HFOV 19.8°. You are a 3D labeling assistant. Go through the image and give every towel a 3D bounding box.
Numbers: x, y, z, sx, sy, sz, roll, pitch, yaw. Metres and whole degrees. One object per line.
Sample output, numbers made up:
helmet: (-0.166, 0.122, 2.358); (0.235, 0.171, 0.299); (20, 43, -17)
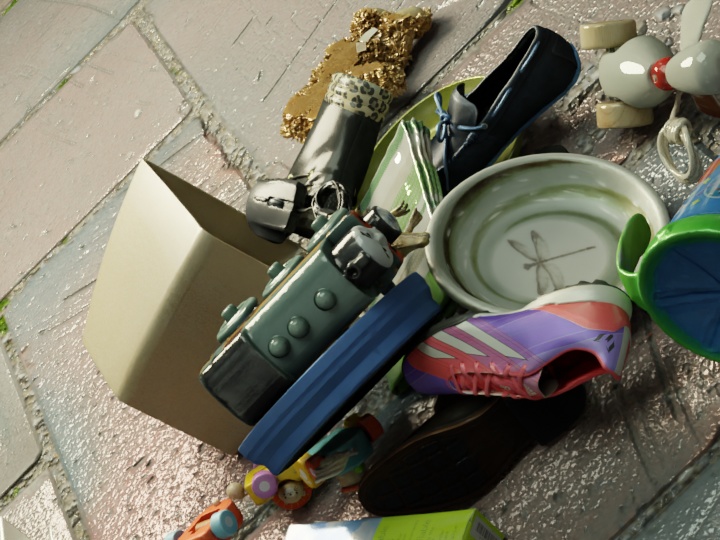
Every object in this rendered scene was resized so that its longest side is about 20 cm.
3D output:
towel: (0.043, -0.013, 1.789); (0.150, 0.031, 0.201); (117, 150, -42)

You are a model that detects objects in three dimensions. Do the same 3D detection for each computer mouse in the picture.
computer mouse: (-0.059, -0.056, 1.815); (0.200, 0.034, 0.059); (2, 72, 65)

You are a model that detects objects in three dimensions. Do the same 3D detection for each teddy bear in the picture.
teddy bear: (0.000, -0.197, 2.097); (0.144, 0.067, 0.201); (-7, 42, 33)

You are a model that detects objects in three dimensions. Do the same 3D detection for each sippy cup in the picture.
sippy cup: (0.286, -0.021, 1.509); (0.131, 0.177, 0.140); (-59, -9, -38)

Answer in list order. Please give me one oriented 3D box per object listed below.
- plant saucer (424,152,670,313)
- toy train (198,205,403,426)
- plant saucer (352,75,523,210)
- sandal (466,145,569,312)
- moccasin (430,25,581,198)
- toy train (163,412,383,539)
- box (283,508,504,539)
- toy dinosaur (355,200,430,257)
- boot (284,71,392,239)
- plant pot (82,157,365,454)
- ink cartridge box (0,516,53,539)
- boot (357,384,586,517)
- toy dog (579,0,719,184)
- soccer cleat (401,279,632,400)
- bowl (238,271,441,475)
plant saucer: (0.153, -0.014, 1.676); (0.199, 0.050, 0.201); (-6, 43, 6)
toy train: (-0.044, 0.034, 1.600); (0.200, 0.085, 0.114); (-44, 8, 15)
plant saucer: (0.077, -0.093, 1.911); (0.199, 0.031, 0.201); (-30, 37, 25)
sandal: (0.128, -0.035, 1.774); (0.075, 0.045, 0.201); (-13, 45, 42)
moccasin: (0.103, -0.144, 1.839); (0.200, 0.068, 0.081); (-45, 35, 10)
toy train: (-0.061, 0.191, 1.708); (0.199, 0.056, 0.150); (-27, 12, 30)
box: (0.008, 0.251, 1.598); (0.199, 0.048, 0.122); (-12, 45, 43)
toy dinosaur: (0.000, 0.000, 1.717); (0.200, 0.058, 0.101); (-52, 8, 48)
boot: (-0.030, -0.105, 1.941); (0.204, 0.073, 0.155); (-159, 89, -77)
plant pot: (-0.139, 0.046, 1.877); (0.178, 0.199, 0.200); (-57, 31, 7)
ink cartridge box: (-0.323, 0.330, 1.824); (0.200, 0.125, 0.129); (-39, 33, 12)
boot: (0.084, 0.121, 1.642); (0.199, 0.075, 0.097); (-29, 25, 9)
toy dog: (0.265, -0.165, 1.717); (0.096, 0.133, 0.200); (-14, 30, -22)
soccer cleat: (0.113, 0.068, 1.557); (0.199, 0.068, 0.074); (-18, 50, 31)
bowl: (-0.013, 0.085, 1.633); (0.201, 0.039, 0.201); (-45, -5, -5)
